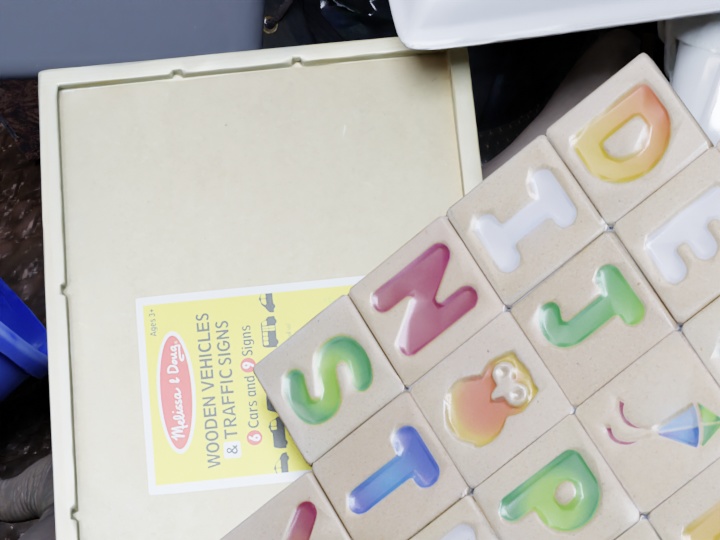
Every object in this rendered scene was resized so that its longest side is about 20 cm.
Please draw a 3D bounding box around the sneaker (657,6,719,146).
[{"bbox_3d":[0.100,-0.106,0.802,0.084,0.073,0.201,10,61,8],"label":"sneaker"}]

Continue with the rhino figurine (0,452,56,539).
[{"bbox_3d":[-0.081,0.081,0.805,0.087,0.060,0.201,-6,44,29],"label":"rhino figurine"}]

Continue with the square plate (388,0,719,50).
[{"bbox_3d":[0.092,-0.161,0.774,0.196,0.029,0.201,-8,57,-5],"label":"square plate"}]

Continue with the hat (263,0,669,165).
[{"bbox_3d":[0.021,-0.096,0.877,0.200,0.201,0.081,-39,-3,-8],"label":"hat"}]

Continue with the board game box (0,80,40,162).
[{"bbox_3d":[-0.126,-0.176,1.033,0.096,0.160,0.201,-22,40,14],"label":"board game box"}]

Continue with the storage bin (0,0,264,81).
[{"bbox_3d":[-0.108,-0.124,0.769,0.198,0.136,0.146,-4,11,-2],"label":"storage bin"}]

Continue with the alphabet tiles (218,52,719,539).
[{"bbox_3d":[0.061,0.047,0.643,0.200,0.006,0.167,-38,60,11],"label":"alphabet tiles"}]

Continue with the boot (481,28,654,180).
[{"bbox_3d":[0.000,0.000,0.783,0.145,0.070,0.201,12,60,7],"label":"boot"}]

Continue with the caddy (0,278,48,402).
[{"bbox_3d":[-0.166,-0.005,0.867,0.105,0.141,0.200,-46,8,-2],"label":"caddy"}]

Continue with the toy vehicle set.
[{"bbox_3d":[-0.022,0.034,0.719,0.123,0.027,0.202,-5,68,-1],"label":"toy vehicle set"}]

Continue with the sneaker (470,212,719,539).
[{"bbox_3d":[0.091,0.084,0.674,0.074,0.090,0.201,-21,65,16],"label":"sneaker"}]
